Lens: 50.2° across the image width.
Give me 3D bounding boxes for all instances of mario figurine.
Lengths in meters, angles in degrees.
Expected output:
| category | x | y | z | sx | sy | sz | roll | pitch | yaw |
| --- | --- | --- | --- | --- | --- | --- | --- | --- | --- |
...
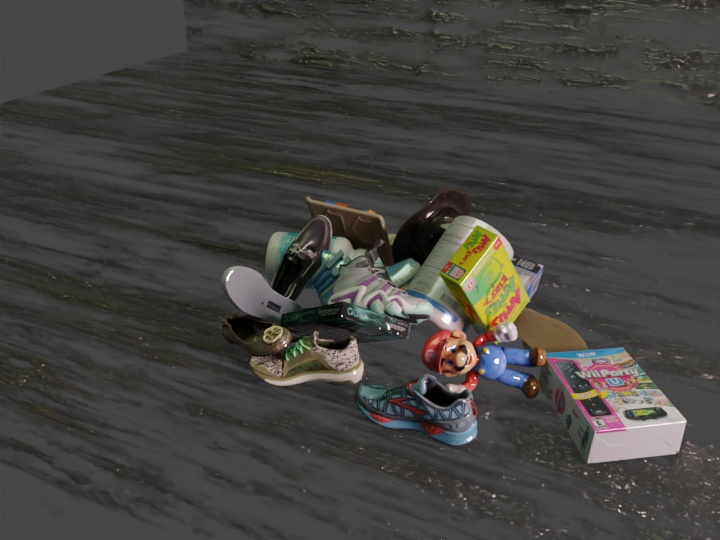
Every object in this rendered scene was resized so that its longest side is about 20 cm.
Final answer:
| category | x | y | z | sx | sy | sz | roll | pitch | yaw |
| --- | --- | --- | --- | --- | --- | --- | --- | --- | --- |
| mario figurine | 0.196 | 0.150 | 1.233 | 0.198 | 0.106 | 0.124 | 10 | 54 | -2 |

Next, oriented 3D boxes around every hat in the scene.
| category | x | y | z | sx | sy | sz | roll | pitch | yaw |
| --- | --- | --- | --- | --- | --- | --- | --- | --- | --- |
| hat | 0.161 | -0.055 | 1.492 | 0.199 | 0.202 | 0.081 | -19 | 48 | -33 |

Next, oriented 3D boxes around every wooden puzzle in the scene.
| category | x | y | z | sx | sy | sz | roll | pitch | yaw |
| --- | --- | --- | --- | --- | --- | --- | --- | --- | --- |
| wooden puzzle | -0.010 | -0.072 | 1.597 | 0.199 | 0.186 | 0.046 | 19 | 55 | 29 |

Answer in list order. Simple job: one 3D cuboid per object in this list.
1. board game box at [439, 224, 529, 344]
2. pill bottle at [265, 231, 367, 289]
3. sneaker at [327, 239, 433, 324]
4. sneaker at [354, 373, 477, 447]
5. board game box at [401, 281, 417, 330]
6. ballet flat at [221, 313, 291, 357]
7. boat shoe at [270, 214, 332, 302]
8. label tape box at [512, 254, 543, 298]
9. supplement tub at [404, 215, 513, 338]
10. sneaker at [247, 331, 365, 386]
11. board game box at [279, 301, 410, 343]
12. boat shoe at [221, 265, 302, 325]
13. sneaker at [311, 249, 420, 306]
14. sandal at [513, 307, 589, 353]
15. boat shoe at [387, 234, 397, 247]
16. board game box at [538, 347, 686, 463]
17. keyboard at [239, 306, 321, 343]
| category | x | y | z | sx | sy | sz | roll | pitch | yaw |
| --- | --- | --- | --- | --- | --- | --- | --- | --- | --- |
| board game box | 0.207 | 0.027 | 1.255 | 0.047 | 0.200 | 0.102 | 30 | 76 | 40 |
| pill bottle | -0.086 | -0.017 | 1.567 | 0.198 | 0.112 | 0.111 | 5 | 27 | 9 |
| sneaker | 0.036 | 0.015 | 1.291 | 0.198 | 0.141 | 0.078 | 1 | -18 | 30 |
| sneaker | 0.086 | 0.192 | 1.173 | 0.198 | 0.096 | 0.079 | 11 | 28 | 20 |
| board game box | 0.122 | 0.049 | 1.517 | 0.152 | 0.041 | 0.200 | 13 | 29 | 22 |
| ballet flat | -0.185 | 0.104 | 1.313 | 0.067 | 0.047 | 0.199 | -36 | 24 | -27 |
| boat shoe | -0.116 | -0.018 | 1.483 | 0.072 | 0.201 | 0.063 | 28 | -1 | 10 |
| label tape box | 0.237 | 0.008 | 1.495 | 0.198 | 0.064 | 0.144 | 22 | 32 | 19 |
| supplement tub | 0.167 | 0.020 | 1.355 | 0.131 | 0.132 | 0.201 | 23 | 70 | 38 |
| sneaker | -0.090 | 0.137 | 1.286 | 0.198 | 0.089 | 0.077 | -1 | 27 | -2 |
| board game box | -0.029 | 0.091 | 1.280 | 0.134 | 0.028 | 0.199 | 20 | -18 | -31 |
| boat shoe | -0.194 | 0.048 | 1.357 | 0.090 | 0.200 | 0.071 | 13 | 72 | 40 |
| sneaker | 0.000 | 0.000 | 1.391 | 0.199 | 0.131 | 0.080 | -29 | -1 | 3 |
| sandal | 0.314 | 0.115 | 1.358 | 0.211 | 0.078 | 0.070 | 33 | -2 | 17 |
| boat shoe | 0.109 | -0.042 | 1.645 | 0.199 | 0.073 | 0.065 | 2 | 33 | 45 |
| board game box | 0.383 | 0.204 | 1.194 | 0.146 | 0.065 | 0.200 | -3 | 27 | -9 |
| keyboard | -0.127 | 0.107 | 1.424 | 0.198 | 0.021 | 0.127 | -7 | 25 | -12 |
